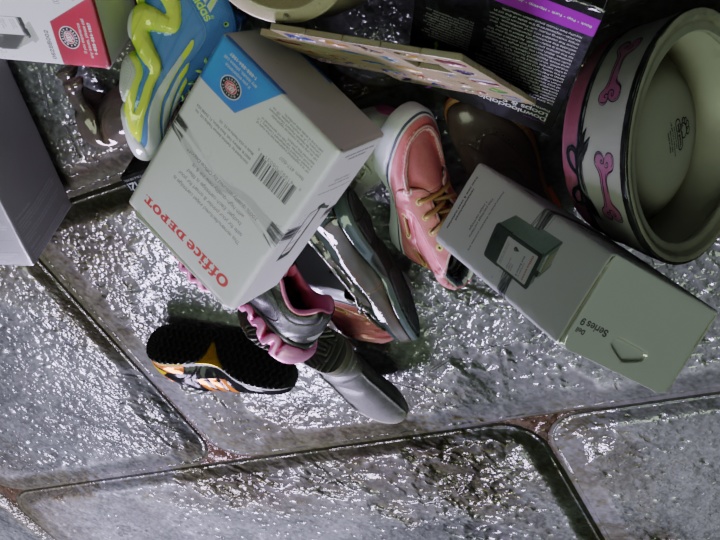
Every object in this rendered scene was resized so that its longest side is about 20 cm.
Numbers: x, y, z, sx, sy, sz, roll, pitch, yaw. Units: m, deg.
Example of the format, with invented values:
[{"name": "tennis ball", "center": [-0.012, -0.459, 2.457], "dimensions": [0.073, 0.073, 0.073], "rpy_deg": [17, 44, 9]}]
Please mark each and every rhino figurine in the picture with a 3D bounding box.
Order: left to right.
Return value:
[{"name": "rhino figurine", "center": [-0.205, -0.169, 0.944], "dimensions": [0.198, 0.060, 0.088], "rpy_deg": [-5, 128, 20]}]

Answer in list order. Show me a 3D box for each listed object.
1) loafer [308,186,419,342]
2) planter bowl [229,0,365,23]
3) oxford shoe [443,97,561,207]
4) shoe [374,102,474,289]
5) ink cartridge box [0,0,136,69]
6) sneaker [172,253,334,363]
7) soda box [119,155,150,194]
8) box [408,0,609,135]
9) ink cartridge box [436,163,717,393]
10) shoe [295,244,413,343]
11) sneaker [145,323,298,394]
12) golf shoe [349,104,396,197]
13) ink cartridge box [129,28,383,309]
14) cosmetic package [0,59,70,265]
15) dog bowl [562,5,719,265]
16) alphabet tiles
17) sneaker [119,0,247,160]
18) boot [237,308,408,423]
[{"name": "loafer", "center": [0.000, 0.000, 0.956], "dimensions": [0.062, 0.072, 0.201], "rpy_deg": [-18, 129, 14]}, {"name": "planter bowl", "center": [-0.049, -0.276, 0.734], "dimensions": [0.198, 0.136, 0.202], "rpy_deg": [8, 136, 8]}, {"name": "oxford shoe", "center": [0.140, -0.083, 0.912], "dimensions": [0.071, 0.073, 0.200], "rpy_deg": [-19, 126, 32]}, {"name": "shoe", "center": [0.072, -0.065, 0.907], "dimensions": [0.091, 0.071, 0.201], "rpy_deg": [42, 158, 30]}, {"name": "ink cartridge box", "center": [-0.318, -0.270, 0.860], "dimensions": [0.197, 0.083, 0.148], "rpy_deg": [6, 136, 10]}, {"name": "sneaker", "center": [-0.106, 0.001, 0.982], "dimensions": [0.200, 0.079, 0.095], "rpy_deg": [41, 132, -2]}, {"name": "soda box", "center": [-0.143, -0.115, 0.969], "dimensions": [0.198, 0.071, 0.064], "rpy_deg": [-14, 128, 29]}, {"name": "box", "center": [0.111, -0.190, 0.773], "dimensions": [0.142, 0.036, 0.200], "rpy_deg": [23, 162, 6]}, {"name": "ink cartridge box", "center": [0.179, 0.003, 0.813], "dimensions": [0.145, 0.200, 0.085], "rpy_deg": [23, 104, -34]}, {"name": "shoe", "center": [-0.041, 0.019, 1.071], "dimensions": [0.198, 0.072, 0.091], "rpy_deg": [20, 145, 5]}, {"name": "sneaker", "center": [-0.173, 0.124, 1.230], "dimensions": [0.198, 0.071, 0.090], "rpy_deg": [11, 151, 7]}, {"name": "golf shoe", "center": [-0.025, -0.084, 0.950], "dimensions": [0.075, 0.092, 0.200], "rpy_deg": [37, 132, -18]}, {"name": "ink cartridge box", "center": [-0.097, -0.089, 0.854], "dimensions": [0.146, 0.084, 0.200], "rpy_deg": [45, 123, 9]}, {"name": "cosmetic package", "center": [-0.395, -0.113, 1.015], "dimensions": [0.089, 0.107, 0.201], "rpy_deg": [1, 132, 17]}, {"name": "dog bowl", "center": [0.241, -0.109, 0.779], "dimensions": [0.073, 0.201, 0.201], "rpy_deg": [12, 145, 47]}, {"name": "alphabet tiles", "center": [0.025, -0.168, 0.771], "dimensions": [0.198, 0.167, 0.008], "rpy_deg": [17, 96, 28]}, {"name": "sneaker", "center": [-0.157, -0.194, 0.854], "dimensions": [0.104, 0.076, 0.202], "rpy_deg": [5, 108, -4]}, {"name": "boot", "center": [-0.041, 0.104, 1.146], "dimensions": [0.181, 0.073, 0.200], "rpy_deg": [35, 178, 30]}]
